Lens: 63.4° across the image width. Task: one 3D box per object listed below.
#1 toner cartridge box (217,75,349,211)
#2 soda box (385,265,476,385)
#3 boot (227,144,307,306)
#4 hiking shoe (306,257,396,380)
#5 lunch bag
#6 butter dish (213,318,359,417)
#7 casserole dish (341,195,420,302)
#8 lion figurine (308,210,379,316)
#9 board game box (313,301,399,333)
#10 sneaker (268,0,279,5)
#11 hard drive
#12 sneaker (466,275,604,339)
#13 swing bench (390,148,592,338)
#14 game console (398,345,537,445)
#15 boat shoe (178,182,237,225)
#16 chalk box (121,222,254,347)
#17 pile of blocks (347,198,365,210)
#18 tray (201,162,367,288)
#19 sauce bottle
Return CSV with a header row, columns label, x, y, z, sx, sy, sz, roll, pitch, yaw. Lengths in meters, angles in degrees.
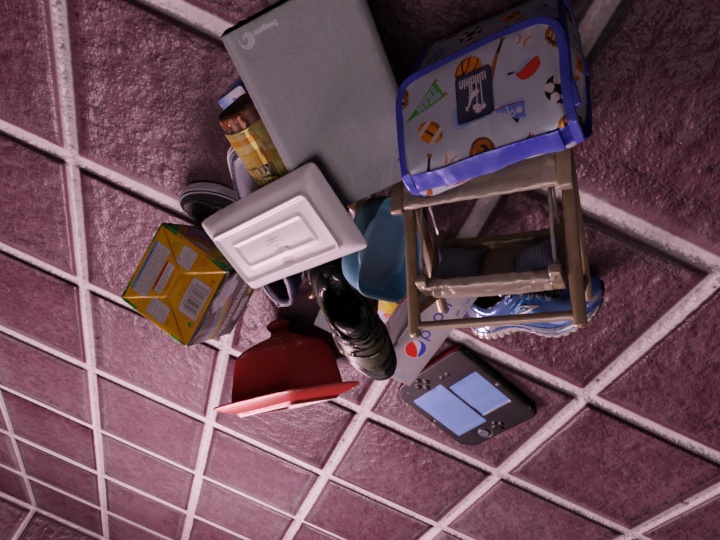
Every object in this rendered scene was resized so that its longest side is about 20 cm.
label,x,y,z,sx,sy,sz,roll,pitch,yaw
toner cartridge box,-0.079,-0.155,0.715,0.042,0.097,0.201,-20,123,33
soda box,0.092,0.064,0.828,0.062,0.069,0.203,23,120,-17
boot,-0.115,-0.056,0.727,0.070,0.092,0.204,-12,125,20
hiking shoe,-0.011,0.074,0.755,0.074,0.101,0.203,-30,109,4
lunch bag,0.128,-0.162,0.552,0.165,0.203,0.125,-13,127,31
butter dish,-0.132,0.159,1.002,0.195,0.154,0.197,-20,163,32
casserole dish,0.031,-0.027,0.742,0.038,0.125,0.199,18,-179,25
lion figurine,0.000,0.000,0.820,0.119,0.073,0.205,19,110,-15
board game box,0.034,0.078,0.931,0.195,0.035,0.136,25,135,-3
sneaker,-0.050,-0.279,0.588,0.088,0.066,0.207,-17,98,17
hard drive,-0.030,-0.167,0.576,0.135,0.033,0.204,-22,119,8
sneaker,0.226,0.037,0.787,0.194,0.080,0.090,-13,129,31
swing bench,0.146,-0.046,0.652,0.192,0.129,0.208,-7,97,26
game console,0.180,0.224,1.012,0.198,0.032,0.176,38,134,-16
boat shoe,-0.185,-0.064,0.859,0.194,0.069,0.073,23,136,0
chalk box,-0.234,0.017,0.876,0.122,0.200,0.127,33,95,7
pile of blocks,-0.033,-0.170,0.676,0.080,0.062,0.207,-15,95,33
tray,-0.093,-0.037,0.646,0.196,0.022,0.108,-18,119,38
sauce bottle,-0.082,-0.099,0.654,0.064,0.067,0.203,-13,124,30
